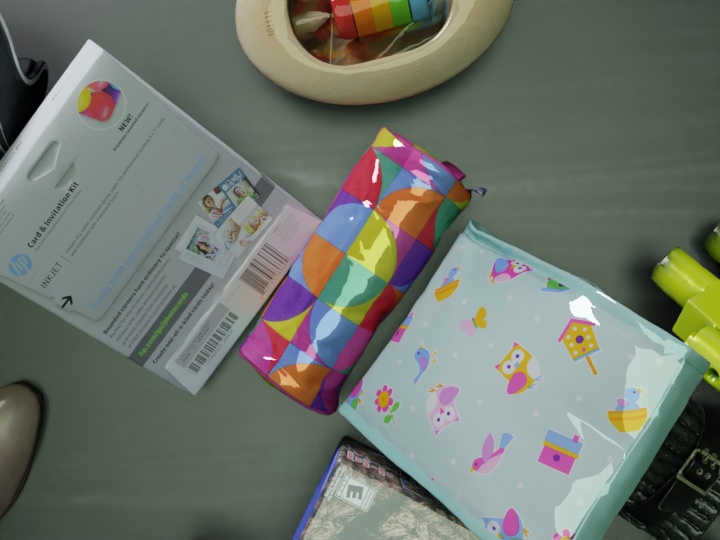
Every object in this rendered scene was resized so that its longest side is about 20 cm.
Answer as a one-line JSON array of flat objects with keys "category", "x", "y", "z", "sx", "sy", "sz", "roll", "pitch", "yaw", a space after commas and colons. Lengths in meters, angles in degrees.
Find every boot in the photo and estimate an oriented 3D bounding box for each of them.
[{"category": "boot", "x": -0.296, "y": 0.168, "z": 0.755, "sx": 0.070, "sy": 0.146, "sz": 0.201, "roll": 32, "pitch": 90, "yaw": 2}, {"category": "boot", "x": 0.256, "y": 0.107, "z": 0.781, "sx": 0.158, "sy": 0.079, "sz": 0.211, "roll": 42, "pitch": 91, "yaw": 0}]

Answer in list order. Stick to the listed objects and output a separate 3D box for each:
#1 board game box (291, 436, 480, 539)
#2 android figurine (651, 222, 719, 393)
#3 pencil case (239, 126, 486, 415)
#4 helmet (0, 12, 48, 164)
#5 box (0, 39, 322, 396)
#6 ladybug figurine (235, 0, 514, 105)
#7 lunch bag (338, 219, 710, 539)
[{"category": "board game box", "x": 0.039, "y": 0.235, "z": 0.776, "sx": 0.198, "sy": 0.097, "sz": 0.161, "roll": 26, "pitch": 91, "yaw": 1}, {"category": "android figurine", "x": 0.293, "y": 0.045, "z": 0.741, "sx": 0.181, "sy": 0.041, "sz": 0.200, "roll": -23, "pitch": 53, "yaw": -32}, {"category": "pencil case", "x": 0.000, "y": 0.000, "z": 0.783, "sx": 0.088, "sy": 0.088, "sz": 0.201, "roll": 35, "pitch": 92, "yaw": 0}, {"category": "helmet", "x": -0.307, "y": -0.113, "z": 0.730, "sx": 0.197, "sy": 0.191, "sz": 0.203, "roll": 0, "pitch": 91, "yaw": 1}, {"category": "box", "x": -0.144, "y": -0.028, "z": 0.754, "sx": 0.199, "sy": 0.041, "sz": 0.157, "roll": 36, "pitch": 91, "yaw": -35}, {"category": "ladybug figurine", "x": 0.013, "y": -0.183, "z": 0.785, "sx": 0.198, "sy": 0.072, "sz": 0.137, "roll": -10, "pitch": 90, "yaw": 1}, {"category": "lunch bag", "x": 0.109, "y": 0.086, "z": 0.721, "sx": 0.122, "sy": 0.200, "sz": 0.171, "roll": 34, "pitch": 90, "yaw": -40}]
